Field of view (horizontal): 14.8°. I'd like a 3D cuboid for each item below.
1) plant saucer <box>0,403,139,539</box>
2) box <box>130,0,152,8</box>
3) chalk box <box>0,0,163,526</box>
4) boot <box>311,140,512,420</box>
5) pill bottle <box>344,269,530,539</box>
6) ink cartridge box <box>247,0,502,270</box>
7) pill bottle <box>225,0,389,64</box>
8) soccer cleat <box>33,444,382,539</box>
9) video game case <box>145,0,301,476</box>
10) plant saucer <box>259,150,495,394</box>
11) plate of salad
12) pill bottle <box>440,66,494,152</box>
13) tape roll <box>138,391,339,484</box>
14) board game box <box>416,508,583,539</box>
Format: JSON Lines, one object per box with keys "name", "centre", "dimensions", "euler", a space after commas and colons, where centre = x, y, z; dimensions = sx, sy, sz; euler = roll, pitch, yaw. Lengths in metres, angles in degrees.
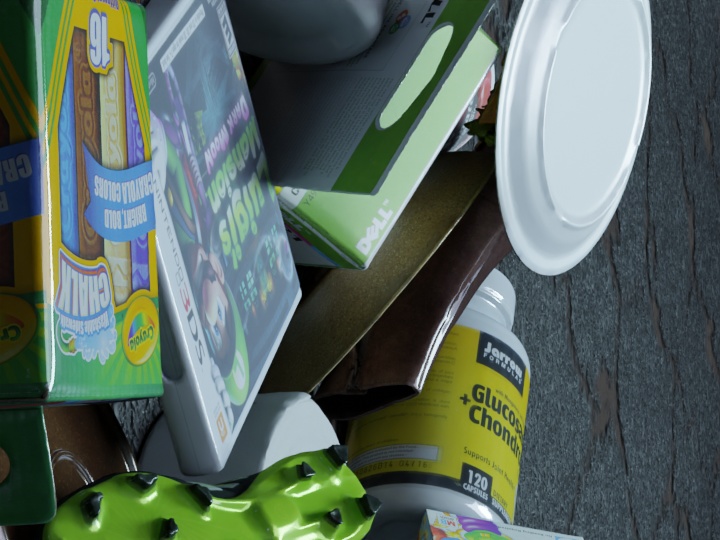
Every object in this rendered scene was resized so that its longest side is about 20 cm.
{"name": "plant saucer", "centre": [-0.132, 0.107, 1.182], "dimensions": [0.200, 0.032, 0.201], "euler": [-18, 90, -73]}
{"name": "box", "centre": [-0.119, -0.063, 1.269], "dimensions": [0.158, 0.048, 0.200], "euler": [46, 37, -66]}
{"name": "chalk box", "centre": [-0.151, -0.004, 1.042], "dimensions": [0.124, 0.125, 0.201], "euler": [10, 77, -74]}
{"name": "boot", "centre": [0.061, 0.005, 1.663], "dimensions": [0.072, 0.200, 0.167], "euler": [37, 55, -27]}
{"name": "pill bottle", "centre": [0.049, 0.093, 1.764], "dimensions": [0.112, 0.112, 0.200], "euler": [68, 25, -50]}
{"name": "ink cartridge box", "centre": [0.014, -0.078, 1.427], "dimensions": [0.076, 0.200, 0.148], "euler": [40, 74, -26]}
{"name": "pill bottle", "centre": [-0.023, -0.216, 1.412], "dimensions": [0.114, 0.114, 0.200], "euler": [59, 42, -60]}
{"name": "soccer cleat", "centre": [-0.072, 0.122, 1.194], "dimensions": [0.200, 0.081, 0.068], "euler": [-5, 60, -52]}
{"name": "video game case", "centre": [-0.074, -0.030, 1.279], "dimensions": [0.200, 0.023, 0.182], "euler": [-68, 147, -65]}
{"name": "plant saucer", "centre": [0.000, 0.000, 1.565], "dimensions": [0.035, 0.200, 0.200], "euler": [41, 26, -5]}
{"name": "plate of salad", "centre": [0.112, -0.097, 1.546], "dimensions": [0.200, 0.048, 0.201], "euler": [-30, 125, -56]}
{"name": "pill bottle", "centre": [0.007, -0.109, 1.650], "dimensions": [0.200, 0.110, 0.111], "euler": [-26, 113, -73]}
{"name": "tape roll", "centre": [-0.058, 0.166, 1.447], "dimensions": [0.202, 0.071, 0.203], "euler": [-3, 90, -74]}
{"name": "board game box", "centre": [0.068, 0.261, 1.659], "dimensions": [0.103, 0.105, 0.200], "euler": [-101, -156, -68]}
